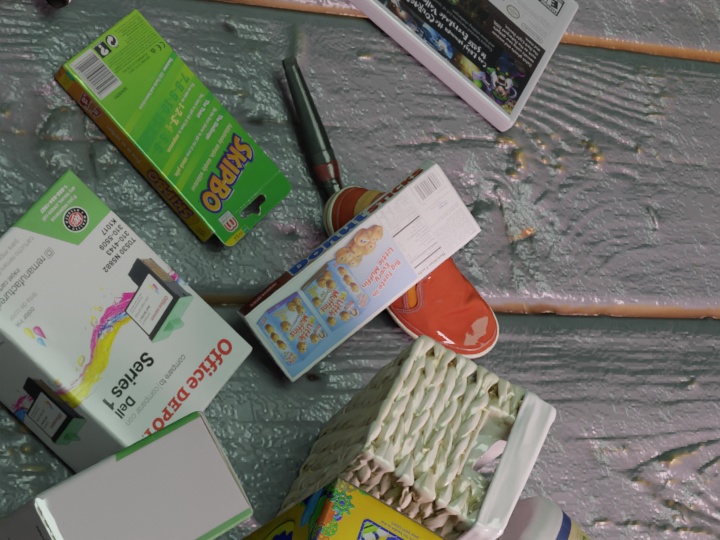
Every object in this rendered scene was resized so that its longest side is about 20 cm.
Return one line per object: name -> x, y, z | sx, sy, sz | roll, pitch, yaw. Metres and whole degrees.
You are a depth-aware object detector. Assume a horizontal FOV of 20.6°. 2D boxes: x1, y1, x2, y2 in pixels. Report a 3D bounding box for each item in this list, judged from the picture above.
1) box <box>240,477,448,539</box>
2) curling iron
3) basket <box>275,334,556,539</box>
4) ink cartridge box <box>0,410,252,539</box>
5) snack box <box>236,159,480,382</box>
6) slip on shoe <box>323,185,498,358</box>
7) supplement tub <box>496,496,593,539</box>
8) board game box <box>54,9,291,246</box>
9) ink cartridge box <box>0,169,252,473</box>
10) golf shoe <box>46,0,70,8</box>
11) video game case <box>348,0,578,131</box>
box -> -0.042, 0.282, 1.396 | 0.122, 0.200, 0.194 | 31, 53, -16
curling iron -> -0.023, -0.091, 1.700 | 0.049, 0.026, 0.201 | -22, 82, -34
basket -> 0.036, 0.156, 1.511 | 0.123, 0.200, 0.136 | 35, 53, -7
ink cartridge box -> -0.188, 0.186, 1.352 | 0.146, 0.200, 0.084 | -28, 86, -38
snack box -> 0.000, 0.000, 1.595 | 0.200, 0.024, 0.072 | -39, 112, -7
slip on shoe -> 0.051, 0.004, 1.660 | 0.200, 0.061, 0.074 | 46, 64, -25
supplement tub -> 0.164, 0.293, 1.557 | 0.200, 0.144, 0.145 | 43, 52, -7
board game box -> -0.151, -0.114, 1.629 | 0.200, 0.030, 0.096 | 47, 52, -1
ink cartridge box -> -0.201, 0.050, 1.481 | 0.200, 0.084, 0.145 | 44, 52, -7
golf shoe -> -0.306, -0.274, 1.577 | 0.199, 0.078, 0.095 | 16, 60, -24
video game case -> 0.097, -0.254, 1.858 | 0.200, 0.023, 0.182 | 40, 52, -11
